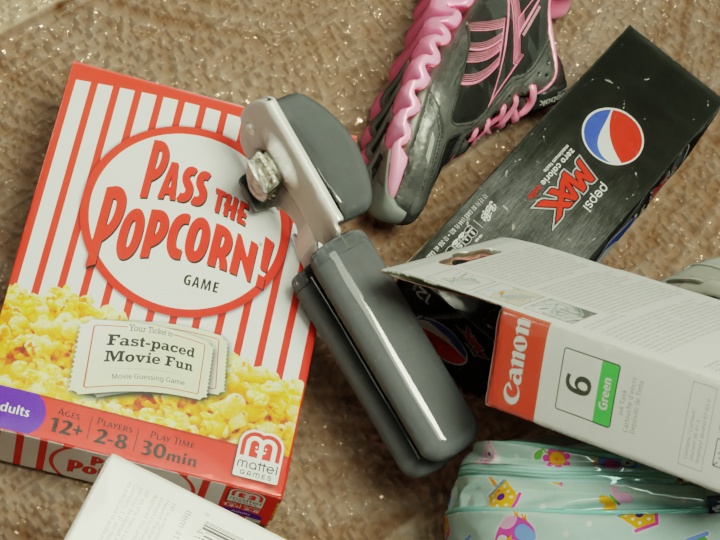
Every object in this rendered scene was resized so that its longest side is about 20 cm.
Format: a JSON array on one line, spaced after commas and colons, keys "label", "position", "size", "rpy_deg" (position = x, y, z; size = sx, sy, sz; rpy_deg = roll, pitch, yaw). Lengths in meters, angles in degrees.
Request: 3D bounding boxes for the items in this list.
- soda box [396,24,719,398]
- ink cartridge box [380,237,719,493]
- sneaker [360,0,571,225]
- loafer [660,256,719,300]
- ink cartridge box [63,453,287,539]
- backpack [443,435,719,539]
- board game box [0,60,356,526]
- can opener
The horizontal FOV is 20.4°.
[{"label": "soda box", "position": [0.101, -0.032, 1.034], "size": [0.071, 0.063, 0.200], "rpy_deg": [40, 64, 8]}, {"label": "ink cartridge box", "position": [0.115, 0.039, 0.895], "size": [0.199, 0.051, 0.109], "rpy_deg": [18, 19, 33]}, {"label": "sneaker", "position": [0.065, -0.102, 1.061], "size": [0.095, 0.079, 0.201], "rpy_deg": [28, 63, -11]}, {"label": "loafer", "position": [0.201, 0.049, 0.967], "size": [0.069, 0.200, 0.070], "rpy_deg": [-8, 111, -17]}, {"label": "ink cartridge box", "position": [-0.052, 0.195, 0.859], "size": [0.199, 0.125, 0.129], "rpy_deg": [27, 63, 1]}, {"label": "backpack", "position": [0.136, 0.138, 0.915], "size": [0.198, 0.167, 0.128], "rpy_deg": [2, 73, 6]}, {"label": "board game box", "position": [-0.094, 0.009, 0.982], "size": [0.150, 0.046, 0.201], "rpy_deg": [14, 63, -6]}, {"label": "can opener", "position": [0.000, 0.000, 0.953], "size": [0.066, 0.053, 0.201], "rpy_deg": [-21, 76, -26]}]
